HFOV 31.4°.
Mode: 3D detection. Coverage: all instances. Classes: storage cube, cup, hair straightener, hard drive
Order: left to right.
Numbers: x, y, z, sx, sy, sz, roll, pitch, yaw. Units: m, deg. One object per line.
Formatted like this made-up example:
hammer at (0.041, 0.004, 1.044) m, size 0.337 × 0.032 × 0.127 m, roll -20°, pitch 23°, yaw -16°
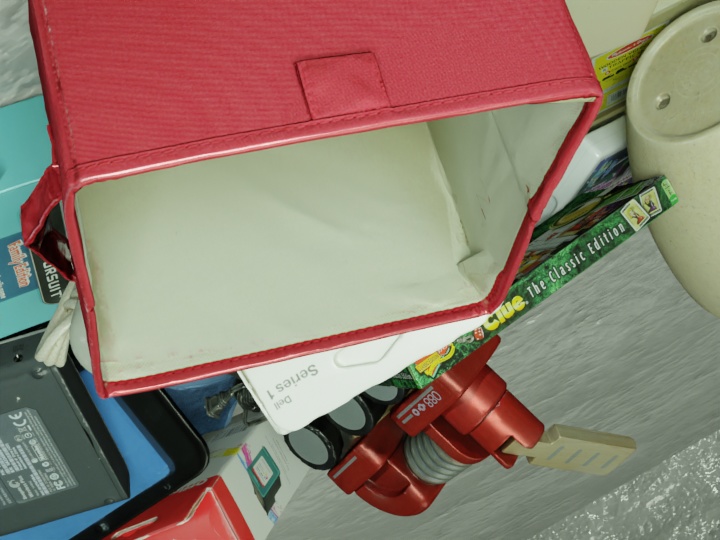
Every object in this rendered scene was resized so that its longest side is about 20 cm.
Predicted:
hard drive at (-0.258, 0.118, 0.790) m, size 0.197 × 0.033 × 0.141 m, roll -16°, pitch 132°, yaw 0°
hair straightener at (-0.078, 0.071, 0.894) m, size 0.076 × 0.041 × 0.200 m, roll -29°, pitch 163°, yaw 1°
storage cube at (-0.037, -0.081, 0.488) m, size 0.197 × 0.182 × 0.172 m, roll -11°, pitch 155°, yaw -13°
cup at (0.246, -0.086, 0.800) m, size 0.199 × 0.202 × 0.143 m, roll -36°, pitch 131°, yaw 23°

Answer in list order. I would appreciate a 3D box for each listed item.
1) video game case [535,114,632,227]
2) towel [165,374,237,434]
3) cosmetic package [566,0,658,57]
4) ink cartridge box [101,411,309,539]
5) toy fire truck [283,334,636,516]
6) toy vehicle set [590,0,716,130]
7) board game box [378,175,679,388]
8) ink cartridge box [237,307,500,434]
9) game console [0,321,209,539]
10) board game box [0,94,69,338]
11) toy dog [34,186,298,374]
video game case at (0.170, -0.050, 0.952) m, size 0.199 × 0.023 × 0.183 m, roll -27°, pitch 155°, yaw -47°
towel at (-0.113, 0.064, 0.942) m, size 0.110 × 0.049 × 0.200 m, roll -9°, pitch 152°, yaw -38°
cosmetic package at (0.090, -0.170, 0.547) m, size 0.102 × 0.074 × 0.201 m, roll -22°, pitch 159°, yaw -14°
ink cartridge box at (-0.125, 0.184, 0.978) m, size 0.115 × 0.068 × 0.200 m, roll -24°, pitch -169°, yaw 22°
toy fire truck at (0.074, 0.113, 0.900) m, size 0.129 × 0.200 × 0.176 m, roll -47°, pitch 179°, yaw -40°
toy vehicle set at (0.170, -0.141, 0.843) m, size 0.198 × 0.027 × 0.125 m, roll -27°, pitch 159°, yaw -3°
board game box at (0.090, 0.007, 0.773) m, size 0.199 × 0.024 × 0.105 m, roll -34°, pitch -175°, yaw -18°
ink cartridge box at (0.000, 0.000, 0.762) m, size 0.145 × 0.085 × 0.200 m, roll -31°, pitch -171°, yaw 8°
game console at (-0.231, 0.121, 0.834) m, size 0.199 × 0.117 × 0.175 m, roll -34°, pitch 159°, yaw 16°
board game box at (-0.234, -0.001, 0.647) m, size 0.197 × 0.047 × 0.152 m, roll -21°, pitch 158°, yaw -17°
toy dog at (-0.067, -0.025, 0.615) m, size 0.095 × 0.202 × 0.132 m, roll 28°, pitch 159°, yaw -16°
